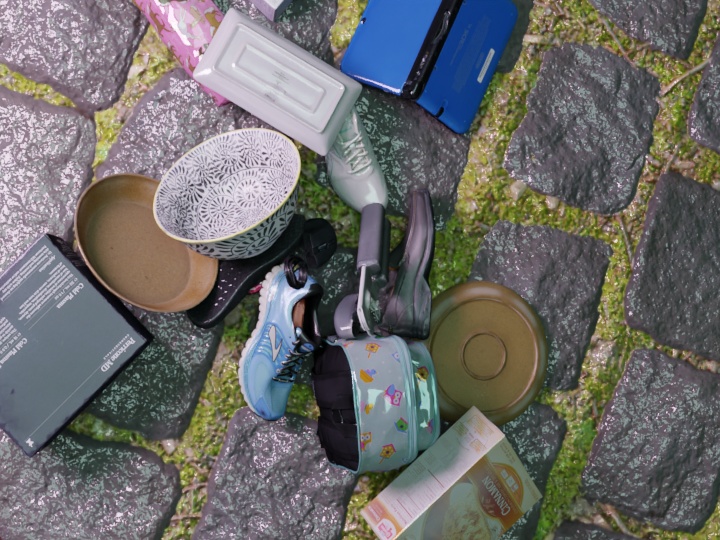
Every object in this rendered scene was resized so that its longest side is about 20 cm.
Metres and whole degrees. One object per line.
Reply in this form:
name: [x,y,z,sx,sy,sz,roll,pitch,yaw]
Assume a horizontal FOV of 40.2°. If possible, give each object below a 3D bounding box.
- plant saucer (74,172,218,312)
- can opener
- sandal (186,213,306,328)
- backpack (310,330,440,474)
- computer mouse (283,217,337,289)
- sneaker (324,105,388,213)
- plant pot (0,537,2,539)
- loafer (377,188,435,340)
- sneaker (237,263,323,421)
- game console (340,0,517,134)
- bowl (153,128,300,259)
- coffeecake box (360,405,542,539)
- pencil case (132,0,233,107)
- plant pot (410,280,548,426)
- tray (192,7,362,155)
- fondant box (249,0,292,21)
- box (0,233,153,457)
plant saucer: [-0.273,-0.029,1.242,0.198,0.035,0.203,25,46,-28]
can opener: [0.000,0.000,1.246,0.066,0.054,0.202,-12,44,16]
sandal: [-0.146,0.001,1.292,0.200,0.045,0.075,-46,52,-11]
backpack: [0.019,0.164,1.232,0.150,0.200,0.180,-3,87,-8]
computer mouse: [-0.059,-0.022,1.238,0.033,0.200,0.060,-6,108,12]
sneaker: [-0.020,-0.166,1.304,0.070,0.080,0.203,-26,92,-9]
plant pot: [-0.532,0.409,1.165,0.173,0.200,0.205,-6,88,3]
loafer: [0.063,-0.012,1.310,0.071,0.073,0.204,3,77,3]
sneaker: [-0.096,0.098,1.256,0.078,0.089,0.204,3,102,-48]
game console: [0.097,-0.316,1.357,0.169,0.118,0.203,29,83,-36]
bowl: [-0.157,-0.079,1.259,0.198,0.201,0.095,-29,135,-7]
coffeecake box: [0.120,0.301,1.266,0.199,0.073,0.154,-41,130,-7]
pencil case: [-0.211,-0.313,1.286,0.201,0.083,0.086,49,50,-2]
plant pot: [0.165,0.116,1.341,0.196,0.027,0.205,0,88,-8]
tray: [-0.103,-0.241,1.245,0.198,0.022,0.109,30,82,-5]
fondant box: [-0.143,-0.459,1.313,0.199,0.058,0.145,41,83,-3]
box: [-0.392,0.091,1.223,0.200,0.104,0.182,-44,92,-6]
